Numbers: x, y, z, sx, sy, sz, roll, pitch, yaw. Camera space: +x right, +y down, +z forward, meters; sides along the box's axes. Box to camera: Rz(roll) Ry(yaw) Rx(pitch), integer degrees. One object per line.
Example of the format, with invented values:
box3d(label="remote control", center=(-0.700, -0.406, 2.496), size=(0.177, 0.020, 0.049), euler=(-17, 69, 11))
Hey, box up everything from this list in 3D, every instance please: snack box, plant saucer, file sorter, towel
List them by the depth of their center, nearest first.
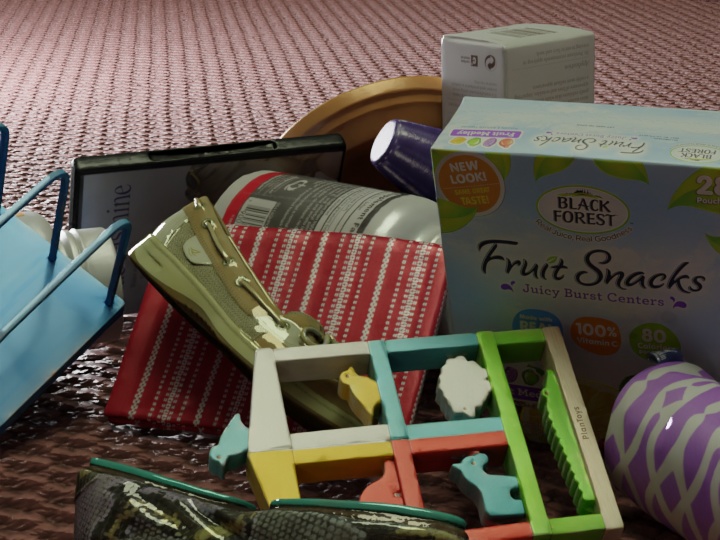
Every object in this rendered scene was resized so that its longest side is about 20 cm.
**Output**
box3d(label="snack box", center=(0.135, 0.008, 0.888), size=(0.169, 0.200, 0.068), euler=(5, 34, 22))
box3d(label="file sorter", center=(-0.250, -0.021, 0.919), size=(0.200, 0.123, 0.139), euler=(37, 55, 8))
box3d(label="towel", center=(-0.050, 0.039, 0.964), size=(0.200, 0.022, 0.145), euler=(5, 62, 20))
box3d(label="plant saucer", center=(0.018, -0.069, 1.238), size=(0.200, 0.200, 0.037), euler=(-8, 54, -22))

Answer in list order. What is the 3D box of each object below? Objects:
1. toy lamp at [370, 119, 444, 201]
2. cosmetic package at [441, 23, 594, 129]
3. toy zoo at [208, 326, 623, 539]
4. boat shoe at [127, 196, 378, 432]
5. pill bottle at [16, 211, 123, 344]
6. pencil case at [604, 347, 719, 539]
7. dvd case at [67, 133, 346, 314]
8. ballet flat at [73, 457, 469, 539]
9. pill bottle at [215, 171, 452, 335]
box3d(label="toy lamp", center=(0.099, -0.047, 1.109), size=(0.200, 0.058, 0.058), euler=(25, 8, -21))
box3d(label="cosmetic package", center=(0.118, -0.079, 1.190), size=(0.102, 0.200, 0.074), euler=(-13, 21, -38))
box3d(label="toy zoo", center=(0.022, 0.092, 0.816), size=(0.200, 0.020, 0.131), euler=(-5, 50, -11))
box3d(label="boat shoe", center=(-0.053, 0.029, 0.915), size=(0.063, 0.073, 0.201), euler=(-45, 54, -9))
box3d(label="pill bottle", center=(-0.260, 0.021, 1.030), size=(0.200, 0.109, 0.109), euler=(-7, 18, -21))
box3d(label="pencil case", center=(0.202, 0.108, 0.768), size=(0.085, 0.084, 0.200), euler=(2, 16, -28))
box3d(label="dvd case", center=(-0.114, -0.031, 1.155), size=(0.200, 0.143, 0.018), euler=(-7, 44, -21))
box3d(label="ballet flat", center=(-0.046, 0.133, 0.726), size=(0.200, 0.072, 0.072), euler=(5, 17, 25))
box3d(label="pill bottle", center=(0.000, 0.000, 1.060), size=(0.200, 0.111, 0.111), euler=(13, 21, 37))
